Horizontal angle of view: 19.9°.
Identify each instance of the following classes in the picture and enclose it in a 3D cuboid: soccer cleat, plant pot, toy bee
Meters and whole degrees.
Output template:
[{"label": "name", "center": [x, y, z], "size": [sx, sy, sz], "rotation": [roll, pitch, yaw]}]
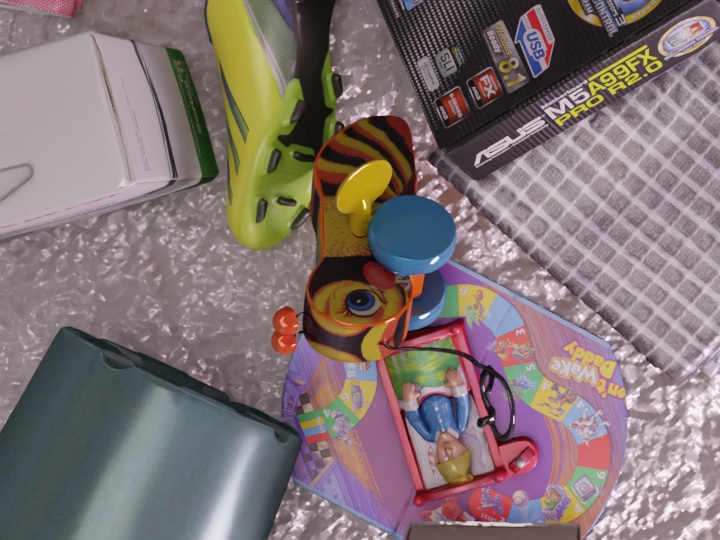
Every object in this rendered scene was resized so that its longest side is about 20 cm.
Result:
[{"label": "soccer cleat", "center": [-0.055, -0.114, 1.160], "size": [0.083, 0.065, 0.201], "rotation": [13, 100, 36]}, {"label": "plant pot", "center": [-0.137, 0.148, 1.121], "size": [0.200, 0.200, 0.197], "rotation": [24, 88, 5]}, {"label": "toy bee", "center": [0.000, 0.000, 1.088], "size": [0.108, 0.200, 0.131], "rotation": [-9, 122, -14]}]

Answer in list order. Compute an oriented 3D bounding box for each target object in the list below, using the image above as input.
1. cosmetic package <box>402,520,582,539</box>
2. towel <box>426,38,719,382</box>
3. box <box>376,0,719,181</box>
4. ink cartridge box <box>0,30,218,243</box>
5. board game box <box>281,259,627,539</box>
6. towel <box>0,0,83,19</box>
[{"label": "cosmetic package", "center": [0.072, 0.245, 1.123], "size": [0.103, 0.087, 0.201], "rotation": [1, 107, 8]}, {"label": "towel", "center": [0.161, -0.055, 1.115], "size": [0.200, 0.086, 0.166], "rotation": [41, 98, 3]}, {"label": "box", "center": [0.085, -0.171, 1.084], "size": [0.160, 0.044, 0.201], "rotation": [-30, 61, 17]}, {"label": "ink cartridge box", "center": [-0.172, -0.066, 1.097], "size": [0.146, 0.200, 0.083], "rotation": [-15, 91, 7]}, {"label": "board game box", "center": [0.052, 0.084, 1.158], "size": [0.199, 0.039, 0.158], "rotation": [28, 96, 4]}, {"label": "towel", "center": [-0.212, -0.255, 1.177], "size": [0.146, 0.030, 0.201], "rotation": [12, 95, 5]}]
